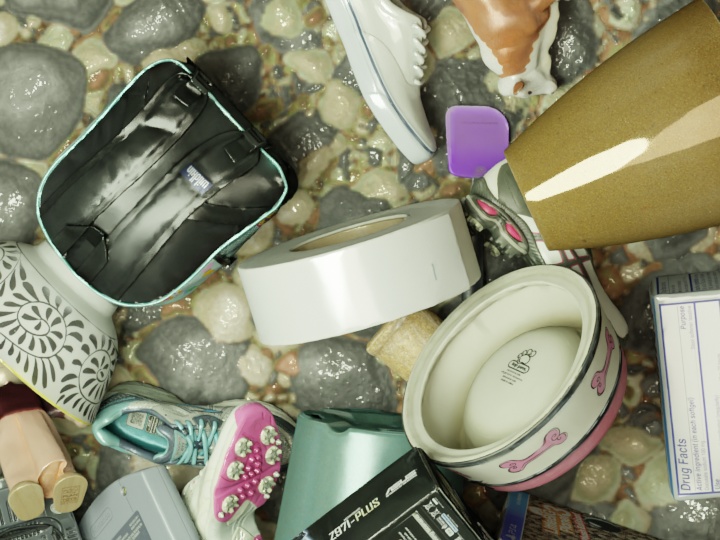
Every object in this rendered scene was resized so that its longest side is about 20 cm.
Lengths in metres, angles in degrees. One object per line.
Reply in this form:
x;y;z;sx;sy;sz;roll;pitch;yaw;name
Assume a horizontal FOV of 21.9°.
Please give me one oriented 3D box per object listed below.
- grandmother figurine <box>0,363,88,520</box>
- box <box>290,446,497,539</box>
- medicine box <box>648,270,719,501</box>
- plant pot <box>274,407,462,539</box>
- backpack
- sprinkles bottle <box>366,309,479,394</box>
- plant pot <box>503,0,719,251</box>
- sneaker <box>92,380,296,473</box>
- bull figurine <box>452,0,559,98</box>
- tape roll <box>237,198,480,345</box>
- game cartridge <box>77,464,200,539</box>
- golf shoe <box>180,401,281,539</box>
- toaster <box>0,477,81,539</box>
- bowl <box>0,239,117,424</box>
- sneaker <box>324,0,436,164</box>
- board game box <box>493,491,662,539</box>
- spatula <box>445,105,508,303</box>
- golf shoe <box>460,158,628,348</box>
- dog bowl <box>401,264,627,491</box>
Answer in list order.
-0.304;0.137;1.684;0.121;0.200;0.061;-1;127;-30;grandmother figurine
0.047;0.272;1.490;0.164;0.086;0.200;-38;110;4;box
0.358;0.092;1.604;0.200;0.103;0.182;-6;99;10;medicine box
0.009;0.228;1.643;0.200;0.200;0.196;7;93;7;plant pot
-0.175;-0.067;1.627;0.200;0.153;0.176;-44;91;-1;backpack
0.102;0.107;1.662;0.200;0.068;0.068;39;103;0;sprinkles bottle
0.227;-0.100;1.536;0.200;0.186;0.186;-24;96;6;plant pot
-0.151;0.158;1.698;0.200;0.086;0.078;8;101;7;sneaker
0.126;-0.246;1.599;0.121;0.065;0.200;-38;95;9;bull figurine
0.000;0.000;1.590;0.202;0.202;0.071;-15;97;11;tape roll
-0.204;0.263;1.688;0.200;0.042;0.133;-49;58;46;game cartridge
-0.127;0.199;1.651;0.092;0.075;0.200;31;118;39;golf shoe
-0.314;0.285;1.707;0.114;0.129;0.200;-16;93;-22;toaster
-0.280;0.035;1.651;0.201;0.201;0.094;43;89;-1;bowl
0.029;-0.192;1.618;0.071;0.073;0.200;-24;96;15;sneaker
0.205;0.286;1.632;0.200;0.159;0.097;18;101;4;board game box
0.103;-0.046;1.658;0.057;0.021;0.200;-1;102;-6;spatula
0.178;-0.014;1.627;0.088;0.077;0.200;-46;103;-9;golf shoe
0.134;0.095;1.544;0.200;0.200;0.074;-40;121;13;dog bowl
